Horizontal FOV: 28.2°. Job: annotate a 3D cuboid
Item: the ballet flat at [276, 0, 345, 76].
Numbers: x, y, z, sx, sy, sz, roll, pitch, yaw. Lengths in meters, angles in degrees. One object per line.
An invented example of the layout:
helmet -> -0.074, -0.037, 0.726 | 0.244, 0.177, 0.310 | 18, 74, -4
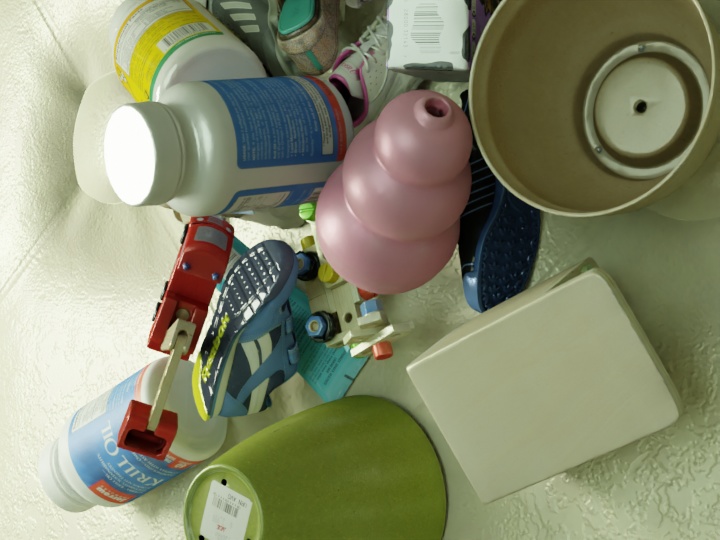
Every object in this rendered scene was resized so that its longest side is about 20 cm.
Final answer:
ballet flat -> -0.045, -0.248, 1.364 | 0.067, 0.067, 0.201 | -22, 34, 22

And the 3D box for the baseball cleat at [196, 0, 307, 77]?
baseball cleat -> -0.110, -0.241, 1.433 | 0.106, 0.069, 0.202 | -34, 56, 23

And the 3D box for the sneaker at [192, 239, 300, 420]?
sneaker -> -0.093, 0.056, 1.340 | 0.201, 0.081, 0.074 | -64, 32, 31

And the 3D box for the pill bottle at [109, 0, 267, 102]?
pill bottle -> -0.172, -0.197, 1.368 | 0.200, 0.112, 0.114 | 46, 115, 51

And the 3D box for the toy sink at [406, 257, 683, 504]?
toy sink -> 0.161, 0.077, 1.140 | 0.199, 0.112, 0.131 | -31, 90, 36

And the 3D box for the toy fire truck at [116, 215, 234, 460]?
toy fire truck -> -0.172, 0.060, 1.349 | 0.141, 0.048, 0.202 | -94, 25, -63

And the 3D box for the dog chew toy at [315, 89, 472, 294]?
dog chew toy -> 0.034, -0.069, 1.168 | 0.125, 0.123, 0.201 | 61, 152, 25

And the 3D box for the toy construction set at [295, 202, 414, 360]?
toy construction set -> 0.000, 0.000, 1.308 | 0.130, 0.092, 0.202 | -25, 56, 29

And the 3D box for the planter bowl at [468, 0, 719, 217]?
planter bowl -> 0.202, -0.135, 1.124 | 0.198, 0.134, 0.203 | -3, 83, 32

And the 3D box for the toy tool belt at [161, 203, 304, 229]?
toy tool belt -> -0.147, -0.096, 1.415 | 0.198, 0.122, 0.127 | -1, 85, 39

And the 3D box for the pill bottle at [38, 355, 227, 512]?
pill bottle -> -0.240, 0.177, 1.475 | 0.199, 0.112, 0.113 | -32, 67, 33

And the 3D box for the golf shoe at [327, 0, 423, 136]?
golf shoe -> 0.023, -0.194, 1.308 | 0.075, 0.091, 0.202 | 29, 103, 38

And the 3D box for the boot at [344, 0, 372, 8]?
boot -> -0.011, -0.303, 1.308 | 0.173, 0.070, 0.201 | 11, 52, 33

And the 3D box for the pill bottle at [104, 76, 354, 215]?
pill bottle -> -0.112, -0.107, 1.224 | 0.112, 0.198, 0.114 | 11, 105, 48

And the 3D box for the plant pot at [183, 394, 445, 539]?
plant pot -> -0.056, 0.208, 1.263 | 0.185, 0.199, 0.190 | -2, 87, 38

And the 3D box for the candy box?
candy box -> 0.077, -0.263, 1.198 | 0.071, 0.168, 0.203 | 2, 95, 17

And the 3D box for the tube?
tube -> -0.076, 0.043, 1.397 | 0.200, 0.050, 0.078 | 42, 118, 23

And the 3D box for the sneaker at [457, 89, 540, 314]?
sneaker -> 0.110, -0.063, 1.247 | 0.078, 0.070, 0.203 | 11, 93, 52

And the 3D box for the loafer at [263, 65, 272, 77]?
loafer -> -0.170, -0.182, 1.479 | 0.198, 0.063, 0.073 | -7, 84, 38
